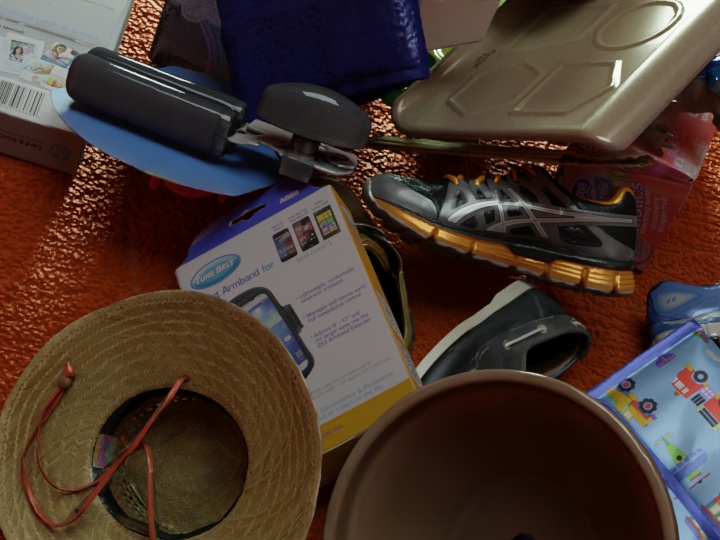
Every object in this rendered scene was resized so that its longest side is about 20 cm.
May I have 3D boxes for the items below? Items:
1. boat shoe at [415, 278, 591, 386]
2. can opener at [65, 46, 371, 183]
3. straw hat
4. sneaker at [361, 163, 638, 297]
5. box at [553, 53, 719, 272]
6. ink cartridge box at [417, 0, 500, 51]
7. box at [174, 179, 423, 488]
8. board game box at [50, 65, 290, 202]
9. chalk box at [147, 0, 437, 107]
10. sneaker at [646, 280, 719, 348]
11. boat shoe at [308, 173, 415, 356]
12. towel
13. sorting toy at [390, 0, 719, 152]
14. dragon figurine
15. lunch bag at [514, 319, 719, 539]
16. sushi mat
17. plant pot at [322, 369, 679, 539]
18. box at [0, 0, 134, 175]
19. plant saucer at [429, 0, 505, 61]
[{"bbox_3d":[0.079,0.071,1.076,0.067,0.072,0.200,39,42,17],"label":"boat shoe"},{"bbox_3d":[-0.089,-0.112,1.081,0.198,0.067,0.053,22,20,4],"label":"can opener"},{"bbox_3d":[-0.100,0.109,0.942,0.201,0.201,0.085,44,6,21],"label":"straw hat"},{"bbox_3d":[0.098,-0.039,1.139,0.198,0.078,0.078,14,-1,-9],"label":"sneaker"},{"bbox_3d":[0.219,-0.110,1.290,0.094,0.103,0.200,27,44,4],"label":"box"},{"bbox_3d":[0.028,-0.269,1.150,0.084,0.145,0.201,-13,54,-34],"label":"ink cartridge box"},{"bbox_3d":[-0.040,0.037,1.035,0.118,0.042,0.201,-28,52,7],"label":"box"},{"bbox_3d":[-0.115,-0.081,1.134,0.157,0.039,0.200,31,28,22],"label":"board game box"},{"bbox_3d":[-0.035,-0.186,1.240,0.199,0.125,0.124,28,43,3],"label":"chalk box"},{"bbox_3d":[0.296,0.035,1.200,0.198,0.079,0.090,6,48,-18],"label":"sneaker"},{"bbox_3d":[0.000,0.000,1.113,0.071,0.068,0.201,-1,48,-23],"label":"boat shoe"},{"bbox_3d":[-0.033,-0.205,1.116,0.049,0.147,0.202,-12,90,-64],"label":"towel"},{"bbox_3d":[0.145,-0.139,1.154,0.199,0.037,0.185,11,45,44],"label":"sorting toy"},{"bbox_3d":[0.228,-0.140,1.195,0.198,0.059,0.100,-10,44,11],"label":"dragon figurine"},{"bbox_3d":[0.174,0.149,1.046,0.199,0.094,0.151,-27,63,-25],"label":"lunch bag"},{"bbox_3d":[0.103,-0.084,1.182,0.095,0.012,0.199,0,6,-41],"label":"sushi mat"},{"bbox_3d":[0.084,0.160,0.947,0.200,0.201,0.093,40,4,17],"label":"plant pot"},{"bbox_3d":[-0.252,-0.168,1.189,0.155,0.041,0.201,17,45,-9],"label":"box"},{"bbox_3d":[0.130,-0.180,1.293,0.198,0.031,0.201,-13,32,8],"label":"plant saucer"}]
